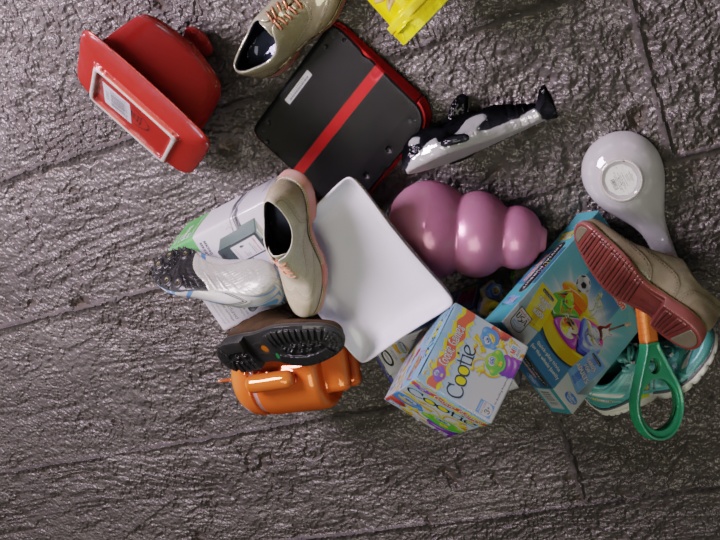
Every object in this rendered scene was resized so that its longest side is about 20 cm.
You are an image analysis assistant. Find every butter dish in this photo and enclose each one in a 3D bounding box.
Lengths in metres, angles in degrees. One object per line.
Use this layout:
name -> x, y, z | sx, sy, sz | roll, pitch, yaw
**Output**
butter dish -> -0.244, -0.244, 1.274 | 0.199, 0.149, 0.200 | 40, 164, -9

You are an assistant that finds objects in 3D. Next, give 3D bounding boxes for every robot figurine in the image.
robot figurine -> -0.098, 0.144, 1.434 | 0.196, 0.145, 0.118 | -9, 129, 21

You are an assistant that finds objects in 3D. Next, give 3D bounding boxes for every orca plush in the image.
orca plush -> 0.135, -0.186, 1.227 | 0.198, 0.105, 0.072 | -23, 81, 29

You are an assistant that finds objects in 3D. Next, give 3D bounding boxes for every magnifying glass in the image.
magnifying glass -> 0.363, 0.111, 1.261 | 0.022, 0.078, 0.204 | -6, 93, 63

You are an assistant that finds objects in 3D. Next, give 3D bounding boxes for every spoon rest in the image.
spoon rest -> 0.342, -0.075, 1.243 | 0.098, 0.061, 0.203 | -23, 97, 26

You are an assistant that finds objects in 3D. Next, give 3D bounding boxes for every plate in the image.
plate -> 0.000, 0.000, 1.272 | 0.200, 0.032, 0.199 | 49, 134, -5

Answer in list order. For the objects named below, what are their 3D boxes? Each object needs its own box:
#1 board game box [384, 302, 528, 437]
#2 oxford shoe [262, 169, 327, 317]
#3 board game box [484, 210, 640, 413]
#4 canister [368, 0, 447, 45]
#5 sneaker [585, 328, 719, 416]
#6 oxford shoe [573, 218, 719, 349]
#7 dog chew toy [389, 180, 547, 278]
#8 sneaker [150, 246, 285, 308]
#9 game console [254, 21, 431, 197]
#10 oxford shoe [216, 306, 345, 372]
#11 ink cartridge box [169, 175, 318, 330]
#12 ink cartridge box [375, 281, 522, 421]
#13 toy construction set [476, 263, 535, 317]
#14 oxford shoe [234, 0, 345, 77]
board game box -> 0.113, 0.128, 1.241 | 0.102, 0.106, 0.200 | 30, 164, -1
oxford shoe -> -0.090, -0.020, 1.246 | 0.070, 0.074, 0.203 | 9, 125, 29
board game box -> 0.267, 0.050, 1.253 | 0.152, 0.200, 0.047 | 50, 159, -15
canister -> 0.033, -0.377, 1.119 | 0.148, 0.087, 0.200 | -44, 99, 3
sneaker -> 0.373, 0.126, 1.320 | 0.199, 0.078, 0.080 | -33, 117, 29
oxford shoe -> 0.342, 0.003, 1.207 | 0.200, 0.075, 0.071 | 45, 156, 9
dog chew toy -> 0.136, -0.047, 1.276 | 0.196, 0.125, 0.127 | 5, 120, 10
sneaker -> -0.190, 0.016, 1.344 | 0.196, 0.073, 0.073 | 7, 151, 22
game console -> -0.023, -0.190, 1.301 | 0.177, 0.031, 0.200 | 42, 121, -2
oxford shoe -> -0.100, 0.079, 1.346 | 0.197, 0.085, 0.073 | -5, 129, 33
ink cartridge box -> -0.140, -0.027, 1.391 | 0.198, 0.084, 0.147 | -25, 110, 27
ink cartridge box -> 0.109, 0.119, 1.404 | 0.198, 0.077, 0.138 | -23, 109, 26
toy construction set -> 0.242, 0.071, 1.311 | 0.201, 0.131, 0.092 | 51, 161, -26
oxford shoe -> -0.080, -0.304, 1.208 | 0.071, 0.074, 0.201 | 44, 121, 7
